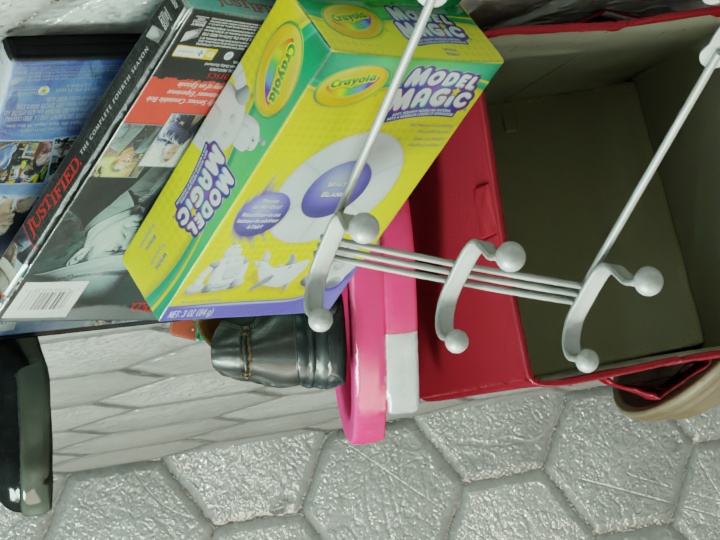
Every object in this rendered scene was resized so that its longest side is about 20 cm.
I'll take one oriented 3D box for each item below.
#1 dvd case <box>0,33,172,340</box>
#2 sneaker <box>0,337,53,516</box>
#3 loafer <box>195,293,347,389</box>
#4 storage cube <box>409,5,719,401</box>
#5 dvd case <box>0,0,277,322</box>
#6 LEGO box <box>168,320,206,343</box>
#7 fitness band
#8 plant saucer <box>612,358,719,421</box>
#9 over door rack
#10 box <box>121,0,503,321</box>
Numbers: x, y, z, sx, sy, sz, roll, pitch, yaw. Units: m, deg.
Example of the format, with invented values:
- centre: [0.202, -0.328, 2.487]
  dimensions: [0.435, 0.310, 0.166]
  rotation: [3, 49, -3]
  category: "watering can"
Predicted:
- centre: [-0.128, -0.038, 0.935]
  dimensions: [0.141, 0.018, 0.201]
  rotation: [-6, 140, -30]
  category: "dvd case"
- centre: [-0.222, 0.063, 1.000]
  dimensions: [0.113, 0.200, 0.077]
  rotation: [-8, 129, -19]
  category: "sneaker"
- centre: [-0.057, 0.020, 1.060]
  dimensions: [0.071, 0.074, 0.200]
  rotation: [-4, -173, -9]
  category: "loafer"
- centre: [0.119, -0.028, 1.016]
  dimensions: [0.169, 0.202, 0.180]
  rotation: [-8, 176, -18]
  category: "storage cube"
- centre: [-0.081, -0.049, 0.907]
  dimensions: [0.145, 0.022, 0.201]
  rotation: [0, 136, -46]
  category: "dvd case"
- centre: [-0.023, 0.027, 1.387]
  dimensions: [0.148, 0.078, 0.200]
  rotation: [11, -179, 27]
  category: "LEGO box"
- centre: [0.000, 0.000, 1.047]
  dimensions: [0.037, 0.202, 0.144]
  rotation: [-6, -153, -9]
  category: "fitness band"
- centre: [0.227, 0.013, 1.143]
  dimensions: [0.029, 0.201, 0.200]
  rotation: [37, 156, -10]
  category: "plant saucer"
- centre: [0.069, -0.044, 0.823]
  dimensions: [0.146, 0.067, 0.201]
  rotation: [10, 123, -16]
  category: "over door rack"
- centre: [-0.017, -0.061, 0.886]
  dimensions: [0.117, 0.049, 0.201]
  rotation: [-3, 137, -44]
  category: "box"
